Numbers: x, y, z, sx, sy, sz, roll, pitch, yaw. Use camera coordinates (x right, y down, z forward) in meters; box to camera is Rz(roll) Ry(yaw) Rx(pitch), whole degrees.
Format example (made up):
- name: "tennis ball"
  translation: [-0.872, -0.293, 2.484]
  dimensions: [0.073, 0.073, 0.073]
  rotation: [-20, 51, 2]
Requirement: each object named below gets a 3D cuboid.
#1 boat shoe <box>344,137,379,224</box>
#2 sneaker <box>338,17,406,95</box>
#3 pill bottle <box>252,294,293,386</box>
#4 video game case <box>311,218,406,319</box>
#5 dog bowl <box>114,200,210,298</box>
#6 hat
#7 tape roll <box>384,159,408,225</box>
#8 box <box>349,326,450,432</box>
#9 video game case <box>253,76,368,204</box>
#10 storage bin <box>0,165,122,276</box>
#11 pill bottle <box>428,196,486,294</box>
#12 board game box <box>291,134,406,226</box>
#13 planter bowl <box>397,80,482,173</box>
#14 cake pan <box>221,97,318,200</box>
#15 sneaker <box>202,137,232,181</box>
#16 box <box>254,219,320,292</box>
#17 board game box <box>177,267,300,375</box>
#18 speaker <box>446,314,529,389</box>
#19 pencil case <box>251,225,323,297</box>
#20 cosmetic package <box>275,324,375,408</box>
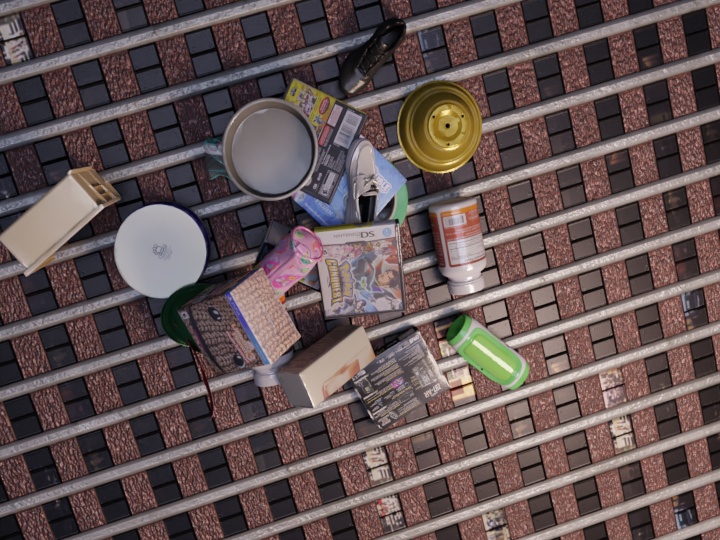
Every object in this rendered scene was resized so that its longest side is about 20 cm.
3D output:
- name: "boat shoe"
  translation: [0.008, -0.167, 1.433]
  dimensions: [0.071, 0.065, 0.205]
  rotation: [0, 101, -37]
- name: "sneaker"
  translation: [0.024, -0.460, 1.484]
  dimensions: [0.075, 0.091, 0.201]
  rotation: [37, 94, -13]
- name: "pill bottle"
  translation: [-0.208, 0.144, 1.536]
  dimensions: [0.110, 0.113, 0.205]
  rotation: [-9, 100, -5]
- name: "video game case"
  translation: [0.000, 0.000, 1.439]
  dimensions: [0.176, 0.026, 0.205]
  rotation: [-6, 115, 3]
- name: "dog bowl"
  translation: [-0.423, -0.045, 1.497]
  dimensions: [0.195, 0.079, 0.206]
  rotation: [-1, 99, -7]
- name: "hat"
  translation: [-0.320, 0.157, 1.467]
  dimensions: [0.164, 0.177, 0.201]
  rotation: [-32, 132, 3]
- name: "tape roll"
  translation: [0.007, -0.157, 1.549]
  dimensions: [0.195, 0.048, 0.206]
  rotation: [-1, 97, -6]
- name: "box"
  translation: [0.087, 0.253, 1.625]
  dimensions: [0.198, 0.044, 0.162]
  rotation: [-32, 101, -1]
- name: "video game case"
  translation: [-0.103, -0.268, 1.445]
  dimensions: [0.177, 0.026, 0.204]
  rotation: [25, 93, 0]
- name: "storage bin"
  translation: [-0.599, -0.106, 1.405]
  dimensions: [0.199, 0.199, 0.094]
  rotation: [-42, 103, 1]
- name: "pill bottle"
  translation: [0.221, -0.055, 1.560]
  dimensions: [0.109, 0.112, 0.205]
  rotation: [-12, 101, -5]
- name: "board game box"
  translation: [-0.036, -0.187, 1.494]
  dimensions: [0.199, 0.043, 0.200]
  rotation: [41, 91, -10]
- name: "planter bowl"
  translation: [0.183, -0.316, 1.529]
  dimensions: [0.195, 0.083, 0.206]
  rotation: [-1, 98, -7]
- name: "cake pan"
  translation: [-0.182, -0.244, 1.416]
  dimensions: [0.195, 0.037, 0.206]
  rotation: [0, 93, 1]
- name: "sneaker"
  translation: [-0.245, -0.224, 1.506]
  dimensions: [0.195, 0.078, 0.093]
  rotation: [11, 114, -5]
- name: "box"
  translation: [-0.124, -0.024, 1.516]
  dimensions: [0.196, 0.117, 0.061]
  rotation: [25, 115, -12]
- name: "board game box"
  translation: [-0.244, 0.105, 1.388]
  dimensions: [0.097, 0.198, 0.162]
  rotation: [-40, 106, -44]
- name: "speaker"
  translation: [0.296, 0.191, 1.622]
  dimensions: [0.198, 0.088, 0.089]
  rotation: [37, 93, -11]
- name: "pencil case"
  translation: [-0.159, -0.004, 1.399]
  dimensions: [0.087, 0.088, 0.199]
  rotation: [44, 125, -11]
- name: "cosmetic package"
  translation: [-0.074, 0.207, 1.522]
  dimensions: [0.198, 0.102, 0.089]
  rotation: [-33, 106, -35]
